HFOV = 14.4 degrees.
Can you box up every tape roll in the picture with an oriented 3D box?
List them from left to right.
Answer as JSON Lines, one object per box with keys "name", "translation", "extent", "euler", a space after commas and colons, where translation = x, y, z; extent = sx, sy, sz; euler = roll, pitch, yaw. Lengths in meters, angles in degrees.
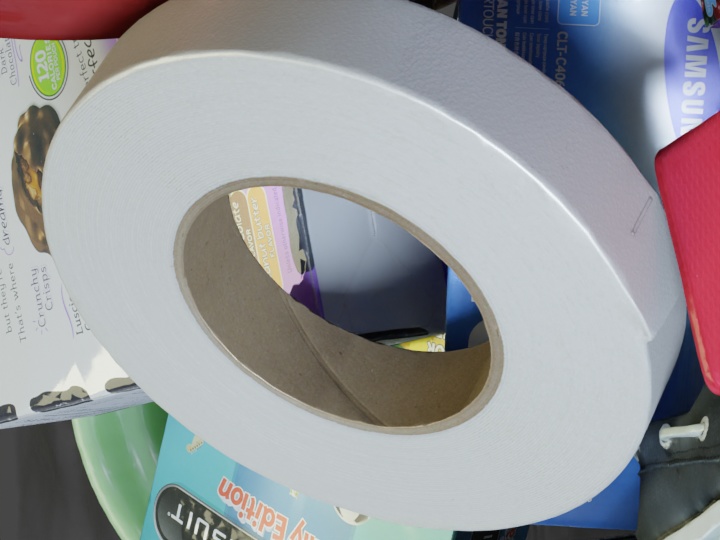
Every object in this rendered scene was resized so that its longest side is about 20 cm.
{"name": "tape roll", "translation": [0.000, 0.000, 0.859], "extent": [0.203, 0.203, 0.037], "euler": [104, -168, -51]}

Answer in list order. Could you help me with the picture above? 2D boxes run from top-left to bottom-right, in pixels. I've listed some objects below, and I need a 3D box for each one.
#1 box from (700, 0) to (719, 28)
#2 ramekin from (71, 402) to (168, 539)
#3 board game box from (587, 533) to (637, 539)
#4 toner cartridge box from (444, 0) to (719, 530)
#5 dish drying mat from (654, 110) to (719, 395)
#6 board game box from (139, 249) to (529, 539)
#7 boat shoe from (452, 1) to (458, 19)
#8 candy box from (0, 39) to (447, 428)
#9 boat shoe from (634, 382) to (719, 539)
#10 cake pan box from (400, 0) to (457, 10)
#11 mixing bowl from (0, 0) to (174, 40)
{"name": "box", "translation": [0.123, -0.181, 0.801], "extent": [0.137, 0.039, 0.200], "euler": [148, 115, -74]}
{"name": "ramekin", "translation": [-0.024, 0.037, 1.177], "extent": [0.200, 0.098, 0.200], "euler": [7, 99, 46]}
{"name": "board game box", "translation": [0.072, 0.192, 0.950], "extent": [0.028, 0.135, 0.200], "euler": [134, 128, -70]}
{"name": "toner cartridge box", "translation": [0.075, -0.012, 0.921], "extent": [0.043, 0.095, 0.200], "euler": [-82, -6, -65]}
{"name": "dish drying mat", "translation": [0.144, -0.035, 0.725], "extent": [0.200, 0.018, 0.077], "euler": [-36, 60, 53]}
{"name": "board game box", "translation": [-0.001, 0.052, 1.050], "extent": [0.151, 0.047, 0.200], "euler": [28, 113, 39]}
{"name": "boat shoe", "translation": [0.057, -0.106, 1.013], "extent": [0.199, 0.066, 0.075], "euler": [101, 156, -47]}
{"name": "candy box", "translation": [-0.073, -0.040, 1.029], "extent": [0.200, 0.072, 0.168], "euler": [-15, 83, 43]}
{"name": "boat shoe", "translation": [0.123, 0.048, 0.826], "extent": [0.200, 0.076, 0.060], "euler": [133, 128, -64]}
{"name": "cake pan box", "translation": [0.037, -0.170, 0.830], "extent": [0.184, 0.052, 0.200], "euler": [176, 111, -78]}
{"name": "mixing bowl", "translation": [-0.069, -0.147, 0.874], "extent": [0.200, 0.108, 0.200], "euler": [-157, 90, -81]}
